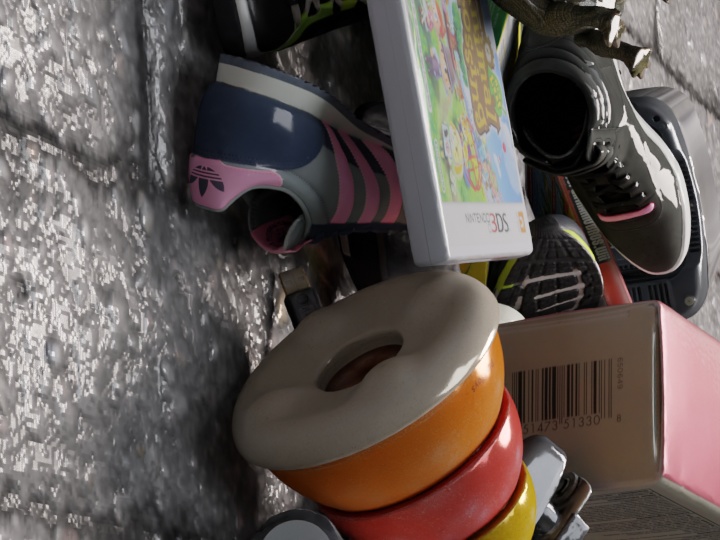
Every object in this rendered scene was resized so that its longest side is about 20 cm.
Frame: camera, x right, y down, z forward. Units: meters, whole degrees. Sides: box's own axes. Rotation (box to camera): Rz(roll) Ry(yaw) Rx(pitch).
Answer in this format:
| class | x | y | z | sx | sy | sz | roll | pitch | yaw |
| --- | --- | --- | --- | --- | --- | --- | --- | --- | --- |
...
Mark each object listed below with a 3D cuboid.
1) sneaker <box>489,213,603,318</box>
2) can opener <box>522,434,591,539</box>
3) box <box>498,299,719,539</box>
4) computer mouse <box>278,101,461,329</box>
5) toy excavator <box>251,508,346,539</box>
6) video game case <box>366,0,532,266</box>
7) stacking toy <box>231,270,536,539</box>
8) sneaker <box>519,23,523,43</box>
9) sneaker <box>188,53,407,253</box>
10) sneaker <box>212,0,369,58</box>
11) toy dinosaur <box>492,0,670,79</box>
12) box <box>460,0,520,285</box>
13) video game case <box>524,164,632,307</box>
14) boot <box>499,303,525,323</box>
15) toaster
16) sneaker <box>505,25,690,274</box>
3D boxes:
| class | x | y | z | sx | sy | sz | roll | pitch | yaw |
| --- | --- | --- | --- | --- | --- | --- | --- | --- | --- |
| sneaker | 0.109 | 0.002 | 1.496 | 0.200 | 0.074 | 0.081 | 91 | -14 | -70 |
| can opener | 0.052 | 0.178 | 1.246 | 0.067 | 0.053 | 0.200 | 44 | 73 | -19 |
| box | 0.164 | 0.103 | 1.389 | 0.200 | 0.127 | 0.109 | 29 | 57 | -53 |
| computer mouse | 0.000 | 0.000 | 1.285 | 0.140 | 0.046 | 0.201 | 5 | 64 | -42 |
| toy excavator | -0.019 | 0.242 | 1.078 | 0.200 | 0.194 | 0.100 | -50 | 163 | -5 |
| video game case | 0.044 | -0.103 | 1.219 | 0.182 | 0.022 | 0.201 | -4 | 84 | -73 |
| stacking toy | 0.039 | 0.114 | 1.168 | 0.200 | 0.146 | 0.146 | 60 | 29 | -21 |
| sneaker | 0.074 | -0.225 | 1.502 | 0.131 | 0.079 | 0.200 | 45 | 15 | -24 |
| sneaker | -0.022 | -0.041 | 1.207 | 0.200 | 0.070 | 0.082 | 29 | 81 | -49 |
| sneaker | -0.017 | -0.163 | 1.240 | 0.200 | 0.083 | 0.072 | -39 | 119 | -65 |
| toy dinosaur | 0.106 | -0.155 | 1.282 | 0.200 | 0.102 | 0.077 | 1 | 104 | -54 |
| box | 0.067 | -0.082 | 1.417 | 0.118 | 0.048 | 0.201 | -72 | 164 | -48 |
| video game case | 0.147 | -0.005 | 1.544 | 0.143 | 0.017 | 0.201 | 81 | -9 | -63 |
| boot | 0.097 | 0.132 | 1.458 | 0.200 | 0.072 | 0.145 | 50 | 41 | -45 |
| toaster | 0.200 | -0.057 | 1.714 | 0.129 | 0.113 | 0.201 | -34 | 113 | -70 |
| sneaker | 0.138 | -0.064 | 1.402 | 0.200 | 0.070 | 0.099 | 64 | 30 | -24 |
